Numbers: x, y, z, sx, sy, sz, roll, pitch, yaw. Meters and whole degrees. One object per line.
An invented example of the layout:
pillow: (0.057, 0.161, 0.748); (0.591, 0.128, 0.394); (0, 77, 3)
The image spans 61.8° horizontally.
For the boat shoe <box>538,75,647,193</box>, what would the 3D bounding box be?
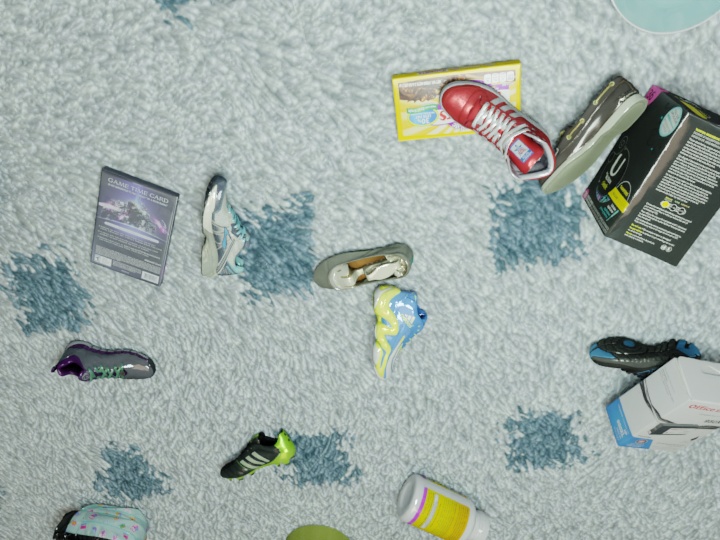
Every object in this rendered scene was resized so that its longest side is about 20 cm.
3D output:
boat shoe: (0.347, -0.205, 0.934); (0.071, 0.061, 0.202); (-3, 144, -45)

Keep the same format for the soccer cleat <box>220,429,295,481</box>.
soccer cleat: (-0.237, 0.412, 1.353); (0.197, 0.068, 0.082); (-22, 97, 17)

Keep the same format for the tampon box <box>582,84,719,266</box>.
tampon box: (0.454, -0.144, 0.902); (0.124, 0.151, 0.202); (20, 120, -6)

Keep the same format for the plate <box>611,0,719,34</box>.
plate: (0.431, -0.430, 0.816); (0.195, 0.026, 0.204); (2, 120, 4)

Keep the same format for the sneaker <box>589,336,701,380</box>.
sneaker: (0.525, 0.177, 1.119); (0.195, 0.074, 0.083); (4, 122, 5)

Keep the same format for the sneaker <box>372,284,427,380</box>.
sneaker: (0.075, 0.124, 1.141); (0.103, 0.076, 0.204); (1, 119, 5)

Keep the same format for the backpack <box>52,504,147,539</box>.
backpack: (-0.637, 0.665, 1.500); (0.195, 0.128, 0.169); (3, 131, 4)

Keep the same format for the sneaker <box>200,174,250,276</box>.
sneaker: (-0.238, -0.078, 1.075); (0.084, 0.078, 0.203); (4, 128, -10)

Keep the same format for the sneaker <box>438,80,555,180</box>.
sneaker: (0.206, -0.205, 0.888); (0.197, 0.113, 0.072); (25, 124, -11)

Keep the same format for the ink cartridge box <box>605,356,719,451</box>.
ink cartridge box: (0.575, 0.250, 1.099); (0.142, 0.085, 0.201); (9, 140, -15)

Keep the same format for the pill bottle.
pill bottle: (0.187, 0.543, 1.346); (0.197, 0.105, 0.105); (27, 119, -8)

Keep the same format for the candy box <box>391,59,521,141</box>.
candy box: (0.151, -0.263, 0.942); (0.195, 0.027, 0.104); (-4, 122, 9)

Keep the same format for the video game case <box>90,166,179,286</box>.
video game case: (-0.422, -0.077, 1.118); (0.140, 0.019, 0.203); (20, 119, -5)

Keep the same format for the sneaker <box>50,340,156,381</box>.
sneaker: (-0.533, 0.210, 1.252); (0.195, 0.088, 0.076); (10, 121, 1)

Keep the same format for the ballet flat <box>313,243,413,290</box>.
ballet flat: (0.000, 0.000, 1.086); (0.196, 0.064, 0.068); (-15, 117, 15)

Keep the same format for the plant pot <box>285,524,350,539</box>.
plant pot: (-0.113, 0.763, 1.450); (0.183, 0.201, 0.191); (3, 120, 5)
